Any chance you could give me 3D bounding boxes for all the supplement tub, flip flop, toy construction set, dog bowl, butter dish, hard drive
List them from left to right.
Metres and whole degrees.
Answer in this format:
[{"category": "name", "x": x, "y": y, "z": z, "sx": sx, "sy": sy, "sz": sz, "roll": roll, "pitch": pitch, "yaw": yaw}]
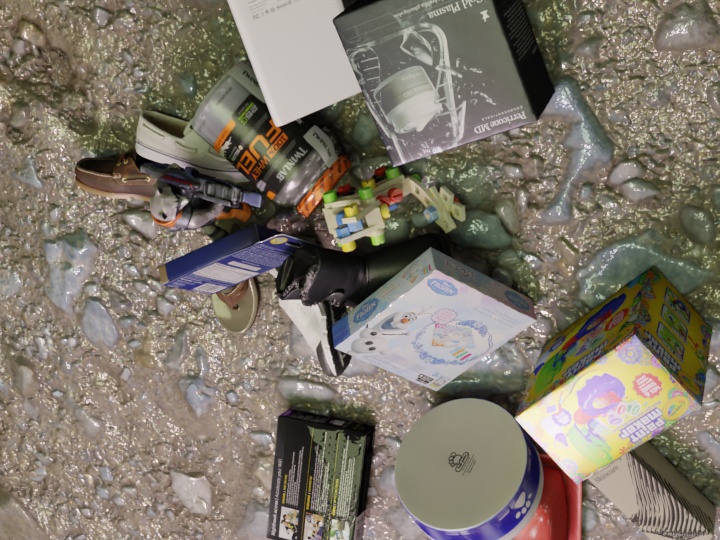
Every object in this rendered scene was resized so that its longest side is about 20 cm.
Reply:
[{"category": "flip flop", "x": -0.189, "y": 0.005, "z": 1.597, "sx": 0.080, "sy": 0.058, "sz": 0.202, "roll": 16, "pitch": 120, "yaw": 14}, {"category": "supplement tub", "x": -0.115, "y": -0.171, "z": 1.440, "sx": 0.200, "sy": 0.123, "sz": 0.123, "roll": 40, "pitch": 123, "yaw": -1}, {"category": "hard drive", "x": -0.079, "y": -0.293, "z": 1.329, "sx": 0.131, "sy": 0.026, "sz": 0.201, "roll": -23, "pitch": 120, "yaw": -6}, {"category": "toy construction set", "x": 0.035, "y": -0.085, "z": 1.403, "sx": 0.131, "sy": 0.198, "sz": 0.093, "roll": 9, "pitch": 106, "yaw": 57}, {"category": "dog bowl", "x": 0.150, "y": 0.283, "z": 1.511, "sx": 0.198, "sy": 0.202, "sz": 0.079, "roll": -6, "pitch": 144, "yaw": 24}, {"category": "butter dish", "x": 0.212, "y": 0.372, "z": 1.567, "sx": 0.198, "sy": 0.148, "sz": 0.202, "roll": 5, "pitch": 116, "yaw": 20}]

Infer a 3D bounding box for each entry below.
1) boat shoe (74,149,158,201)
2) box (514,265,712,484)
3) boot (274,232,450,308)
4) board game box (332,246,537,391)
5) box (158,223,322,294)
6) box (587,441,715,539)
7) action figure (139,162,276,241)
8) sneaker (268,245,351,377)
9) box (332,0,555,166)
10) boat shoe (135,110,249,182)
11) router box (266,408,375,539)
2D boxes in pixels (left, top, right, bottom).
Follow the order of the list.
[{"category": "boat shoe", "x": -0.320, "y": -0.141, "z": 1.571, "sx": 0.198, "sy": 0.071, "sz": 0.071, "roll": 11, "pitch": 127, "yaw": 7}, {"category": "box", "x": 0.324, "y": 0.130, "z": 1.373, "sx": 0.122, "sy": 0.193, "sz": 0.200, "roll": 46, "pitch": 122, "yaw": -5}, {"category": "boot", "x": 0.000, "y": 0.000, "z": 1.443, "sx": 0.199, "sy": 0.167, "sz": 0.077, "roll": -27, "pitch": 64, "yaw": 41}, {"category": "board game box", "x": 0.099, "y": 0.071, "z": 1.462, "sx": 0.199, "sy": 0.044, "sz": 0.199, "roll": 25, "pitch": 131, "yaw": -35}, {"category": "box", "x": -0.162, "y": -0.019, "z": 1.490, "sx": 0.198, "sy": 0.121, "sz": 0.033, "roll": -20, "pitch": 74, "yaw": 23}, {"category": "box", "x": 0.395, "y": 0.299, "z": 1.503, "sx": 0.200, "sy": 0.068, "sz": 0.082, "roll": 43, "pitch": 123, "yaw": -3}, {"category": "action figure", "x": -0.198, "y": -0.076, "z": 1.445, "sx": 0.199, "sy": 0.193, "sz": 0.106, "roll": 18, "pitch": 95, "yaw": 34}, {"category": "sneaker", "x": -0.070, "y": 0.061, "z": 1.576, "sx": 0.079, "sy": 0.074, "sz": 0.202, "roll": -11, "pitch": 102, "yaw": 30}, {"category": "box", "x": 0.103, "y": -0.259, "z": 1.310, "sx": 0.198, "sy": 0.124, "sz": 0.198, "roll": -15, "pitch": 111, "yaw": 27}, {"category": "boat shoe", "x": -0.226, "y": -0.179, "z": 1.516, "sx": 0.198, "sy": 0.071, "sz": 0.070, "roll": 19, "pitch": 122, "yaw": 19}, {"category": "router box", "x": -0.062, "y": 0.329, "z": 1.678, "sx": 0.148, "sy": 0.051, "sz": 0.202, "roll": 9, "pitch": 99, "yaw": 18}]
